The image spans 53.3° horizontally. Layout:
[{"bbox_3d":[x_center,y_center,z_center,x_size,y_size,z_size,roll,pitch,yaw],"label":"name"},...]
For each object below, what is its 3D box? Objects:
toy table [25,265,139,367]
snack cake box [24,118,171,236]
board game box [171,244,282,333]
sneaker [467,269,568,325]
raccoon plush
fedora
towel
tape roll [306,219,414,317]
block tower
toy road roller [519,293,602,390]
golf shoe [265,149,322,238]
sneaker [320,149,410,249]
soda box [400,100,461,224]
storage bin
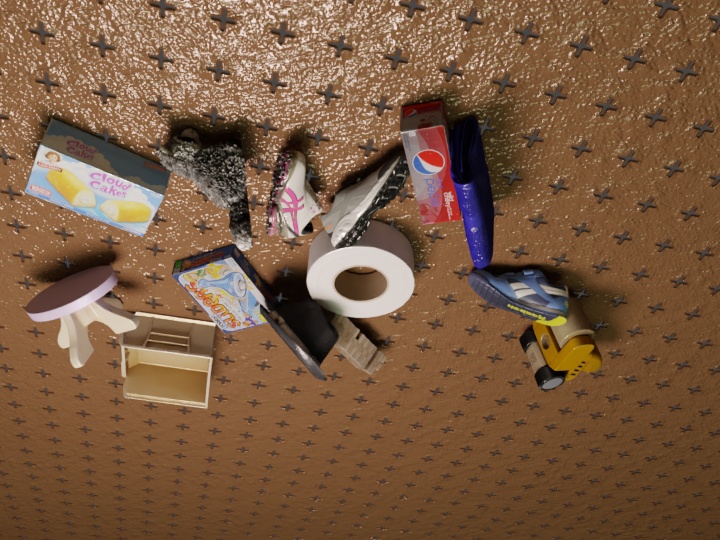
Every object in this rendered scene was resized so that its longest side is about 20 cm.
[{"bbox_3d":[-0.523,0.081,1.363,0.198,0.184,0.118,-8,123,29],"label":"toy table"},{"bbox_3d":[-0.425,-0.147,1.170,0.199,0.068,0.115,22,136,-22],"label":"snack cake box"},{"bbox_3d":[-0.256,0.041,1.403,0.134,0.035,0.200,-15,136,18],"label":"board game box"},{"bbox_3d":[0.301,0.035,1.361,0.198,0.083,0.074,22,163,4],"label":"sneaker"},{"bbox_3d":[-0.241,-0.128,1.103,0.133,0.202,0.097,-6,154,-11],"label":"raccoon plush"},{"bbox_3d":[-0.102,0.113,1.356,0.091,0.200,0.201,-40,134,-8],"label":"fedora"},{"bbox_3d":[0.174,-0.117,1.127,0.049,0.149,0.201,-3,140,18],"label":"towel"},{"bbox_3d":[0.000,0.000,1.323,0.200,0.071,0.203,0,139,0],"label":"tape roll"},{"bbox_3d":[-0.025,0.144,1.484,0.058,0.054,0.200,18,158,48],"label":"block tower"},{"bbox_3d":[0.424,0.143,1.442,0.145,0.124,0.201,-2,141,-18],"label":"toy road roller"},{"bbox_3d":[-0.105,-0.127,1.186,0.091,0.073,0.200,4,149,-11],"label":"golf shoe"},{"bbox_3d":[0.004,-0.126,1.178,0.200,0.080,0.074,-46,161,24],"label":"sneaker"},{"bbox_3d":[0.114,-0.166,1.135,0.069,0.064,0.201,-7,139,12],"label":"soda box"},{"bbox_3d":[-0.414,0.192,1.536,0.197,0.094,0.201,9,139,-8],"label":"storage bin"}]
